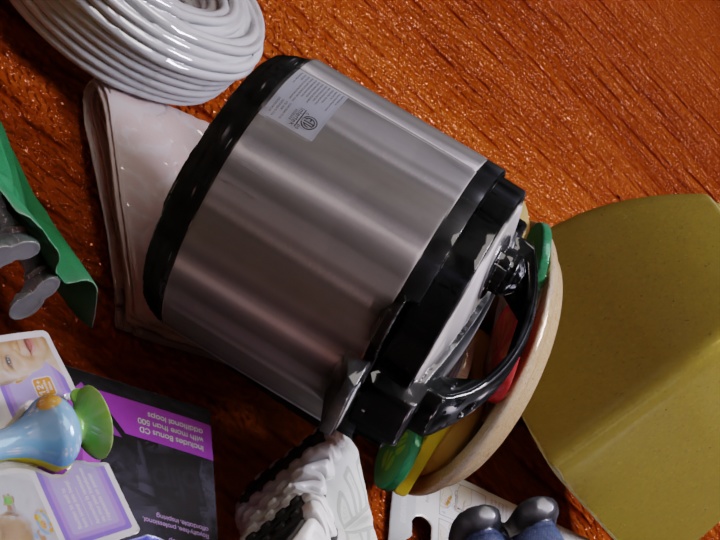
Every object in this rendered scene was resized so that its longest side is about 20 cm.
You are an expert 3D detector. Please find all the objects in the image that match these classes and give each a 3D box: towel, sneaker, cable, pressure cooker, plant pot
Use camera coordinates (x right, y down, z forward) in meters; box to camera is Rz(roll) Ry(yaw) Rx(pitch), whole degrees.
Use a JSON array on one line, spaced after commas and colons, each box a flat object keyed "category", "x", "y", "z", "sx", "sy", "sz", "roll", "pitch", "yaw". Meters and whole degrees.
[{"category": "towel", "x": -0.088, "y": -0.019, "z": 0.911, "sx": 0.199, "sy": 0.032, "sz": 0.193, "roll": 23, "pitch": 43, "yaw": -42}, {"category": "sneaker", "x": -0.023, "y": 0.146, "z": 0.763, "sx": 0.081, "sy": 0.075, "sz": 0.200, "roll": 48, "pitch": 12, "yaw": -9}, {"category": "cable", "x": -0.153, "y": -0.194, "z": 0.939, "sx": 0.199, "sy": 0.069, "sz": 0.201, "roll": 32, "pitch": 27, "yaw": -31}, {"category": "pressure cooker", "x": 0.000, "y": -0.001, "z": 0.770, "sx": 0.199, "sy": 0.177, "sz": 0.179, "roll": 29, "pitch": -3, "yaw": 6}, {"category": "plant pot", "x": 0.218, "y": 0.062, "z": 1.024, "sx": 0.194, "sy": 0.199, "sz": 0.196, "roll": 47, "pitch": 10, "yaw": -43}]

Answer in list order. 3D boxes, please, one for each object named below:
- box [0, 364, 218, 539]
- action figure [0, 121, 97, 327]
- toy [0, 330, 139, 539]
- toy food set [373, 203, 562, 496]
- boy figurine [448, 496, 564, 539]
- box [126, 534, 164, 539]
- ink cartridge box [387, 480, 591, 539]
[{"category": "box", "x": -0.131, "y": 0.139, "z": 0.665, "sx": 0.142, "sy": 0.036, "sz": 0.202, "roll": 21, "pitch": 44, "yaw": -34}, {"category": "action figure", "x": -0.206, "y": -0.065, "z": 0.738, "sx": 0.201, "sy": 0.054, "sz": 0.119, "roll": 56, "pitch": -13, "yaw": 37}, {"category": "toy", "x": -0.192, "y": 0.078, "z": 0.594, "sx": 0.199, "sy": 0.047, "sz": 0.116, "roll": -8, "pitch": 60, "yaw": -45}, {"category": "toy food set", "x": 0.065, "y": 0.050, "z": 0.898, "sx": 0.048, "sy": 0.201, "sz": 0.198, "roll": 27, "pitch": 15, "yaw": -16}, {"category": "boy figurine", "x": 0.116, "y": 0.221, "z": 0.790, "sx": 0.123, "sy": 0.065, "sz": 0.201, "roll": -7, "pitch": 45, "yaw": -16}, {"category": "box", "x": -0.085, "y": 0.216, "z": 0.589, "sx": 0.118, "sy": 0.041, "sz": 0.202, "roll": -9, "pitch": 83, "yaw": -42}, {"category": "ink cartridge box", "x": 0.094, "y": 0.230, "z": 0.929, "sx": 0.198, "sy": 0.050, "sz": 0.163, "roll": 25, "pitch": 38, "yaw": -14}]
